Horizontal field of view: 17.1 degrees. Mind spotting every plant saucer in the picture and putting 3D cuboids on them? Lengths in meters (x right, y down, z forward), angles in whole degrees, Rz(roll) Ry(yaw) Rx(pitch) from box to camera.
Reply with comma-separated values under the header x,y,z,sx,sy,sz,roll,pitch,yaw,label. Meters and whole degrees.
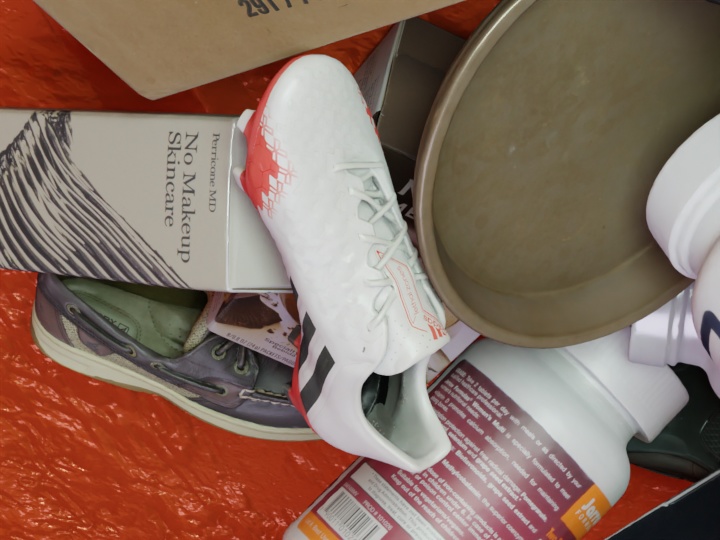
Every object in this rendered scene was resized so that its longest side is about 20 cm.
x,y,z,sx,sy,sz,roll,pitch,yaw,label
0.103,-0.059,1.023,0.029,0.200,0.200,43,171,45,plant saucer

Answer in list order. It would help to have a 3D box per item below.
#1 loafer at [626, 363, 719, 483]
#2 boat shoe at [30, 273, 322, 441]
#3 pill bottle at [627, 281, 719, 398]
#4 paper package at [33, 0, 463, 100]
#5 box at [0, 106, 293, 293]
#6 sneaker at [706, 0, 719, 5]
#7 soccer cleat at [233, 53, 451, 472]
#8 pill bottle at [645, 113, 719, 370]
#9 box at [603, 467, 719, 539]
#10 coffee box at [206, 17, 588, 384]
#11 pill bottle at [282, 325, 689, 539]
x,y,z,sx,sy,sz,roll,pitch,yaw,label
0.181,0.082,1.277,0.200,0.072,0.063,10,166,17,loafer
-0.082,0.037,1.285,0.201,0.072,0.066,15,151,5,boat shoe
0.230,0.021,1.126,0.200,0.104,0.104,7,145,8,pill bottle
-0.058,-0.175,0.945,0.200,0.104,0.191,-16,138,35,paper package
-0.105,-0.035,1.117,0.200,0.082,0.068,4,-177,43,box
0.098,-0.183,0.894,0.078,0.090,0.200,27,173,42,sneaker
0.000,0.000,1.015,0.085,0.069,0.200,29,138,40,soccer cleat
0.208,0.026,0.986,0.116,0.200,0.116,-22,147,-16,pill bottle
0.179,0.214,1.202,0.200,0.124,0.197,-31,145,-2,box
0.020,-0.023,1.156,0.113,0.080,0.200,24,144,-14,coffee box
0.065,0.104,1.208,0.110,0.200,0.110,45,176,4,pill bottle
